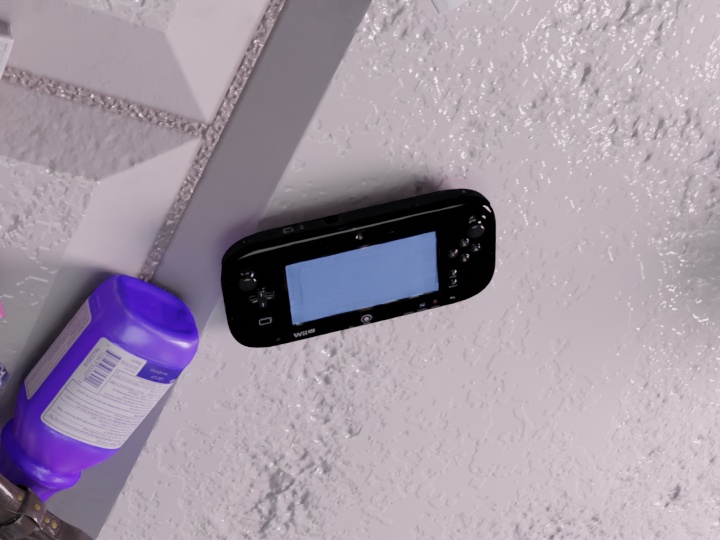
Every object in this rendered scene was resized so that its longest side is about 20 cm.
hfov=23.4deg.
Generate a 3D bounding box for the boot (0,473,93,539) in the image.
[{"bbox_3d":[-0.301,0.161,1.196,0.199,0.070,0.175,-5,137,29],"label":"boot"}]

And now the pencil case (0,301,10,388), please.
[{"bbox_3d":[-0.330,0.044,1.111,0.198,0.094,0.091,-6,110,5],"label":"pencil case"}]

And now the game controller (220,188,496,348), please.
[{"bbox_3d":[0.000,0.000,1.229,0.198,0.042,0.105,-13,129,-7],"label":"game controller"}]

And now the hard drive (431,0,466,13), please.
[{"bbox_3d":[0.062,-0.266,1.052,0.131,0.027,0.200,-29,129,6],"label":"hard drive"}]

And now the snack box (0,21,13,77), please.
[{"bbox_3d":[-0.283,-0.074,1.091,0.071,0.024,0.201,12,122,-27],"label":"snack box"}]

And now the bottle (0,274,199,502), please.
[{"bbox_3d":[-0.197,0.095,1.223,0.083,0.065,0.200,24,116,-34],"label":"bottle"}]
